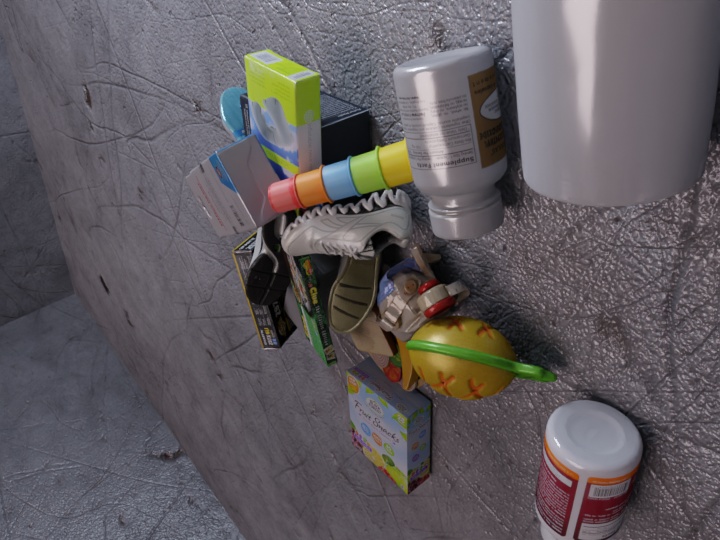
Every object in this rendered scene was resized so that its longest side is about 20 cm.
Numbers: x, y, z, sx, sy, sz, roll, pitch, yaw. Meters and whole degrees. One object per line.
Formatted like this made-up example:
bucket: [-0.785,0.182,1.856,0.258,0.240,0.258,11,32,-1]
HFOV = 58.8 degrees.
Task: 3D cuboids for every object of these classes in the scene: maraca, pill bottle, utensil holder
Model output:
maraca: [0.157,0.121,0.847,0.197,0.109,0.137,13,173,6]
pill bottle: [0.283,0.274,0.813,0.112,0.112,0.202,31,137,39]
utensil holder: [0.211,-0.178,0.532,0.169,0.169,0.202,22,134,45]
pill bottle: [0.111,-0.146,0.743,0.114,0.114,0.203,14,125,50]

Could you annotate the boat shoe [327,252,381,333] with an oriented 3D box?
boat shoe: [0.000,0.000,1.005,0.074,0.068,0.203,18,104,3]

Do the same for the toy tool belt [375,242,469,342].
toy tool belt: [0.070,0.023,0.915,0.124,0.124,0.200,61,168,12]

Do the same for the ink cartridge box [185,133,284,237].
ink cartridge box: [-0.186,-0.119,0.949,0.117,0.066,0.199,62,156,-13]

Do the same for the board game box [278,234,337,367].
board game box: [-0.084,0.048,1.028,0.105,0.023,0.202,41,148,54]

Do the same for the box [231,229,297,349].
box: [-0.161,0.022,1.216,0.049,0.160,0.203,-3,115,25]

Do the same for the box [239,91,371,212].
box: [-0.085,-0.192,0.996,0.199,0.106,0.150,33,138,39]

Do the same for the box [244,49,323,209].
box: [-0.104,-0.186,0.884,0.122,0.047,0.202,36,139,36]

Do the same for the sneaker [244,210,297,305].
sneaker: [-0.150,-0.046,1.095,0.116,0.075,0.203,-105,29,-58]

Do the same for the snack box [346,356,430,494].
snack box: [0.052,0.289,1.198,0.168,0.067,0.202,31,135,41]

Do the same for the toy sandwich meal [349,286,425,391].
toy sandwich meal: [0.038,0.120,1.087,0.204,0.070,0.207,35,139,37]

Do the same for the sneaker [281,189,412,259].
sneaker: [-0.020,-0.051,0.910,0.075,0.197,0.082,53,-156,-63]

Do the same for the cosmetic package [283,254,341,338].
cosmetic package: [-0.064,0.019,1.128,0.090,0.106,0.201,49,144,20]

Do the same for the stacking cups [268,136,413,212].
stacking cups: [-0.024,-0.113,0.824,0.197,0.061,0.061,-16,104,15]

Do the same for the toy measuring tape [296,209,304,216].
toy measuring tape: [-0.115,-0.056,1.166,0.073,0.073,0.203,16,121,49]

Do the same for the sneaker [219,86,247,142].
sneaker: [-0.207,-0.226,1.178,0.202,0.079,0.131,65,159,15]
